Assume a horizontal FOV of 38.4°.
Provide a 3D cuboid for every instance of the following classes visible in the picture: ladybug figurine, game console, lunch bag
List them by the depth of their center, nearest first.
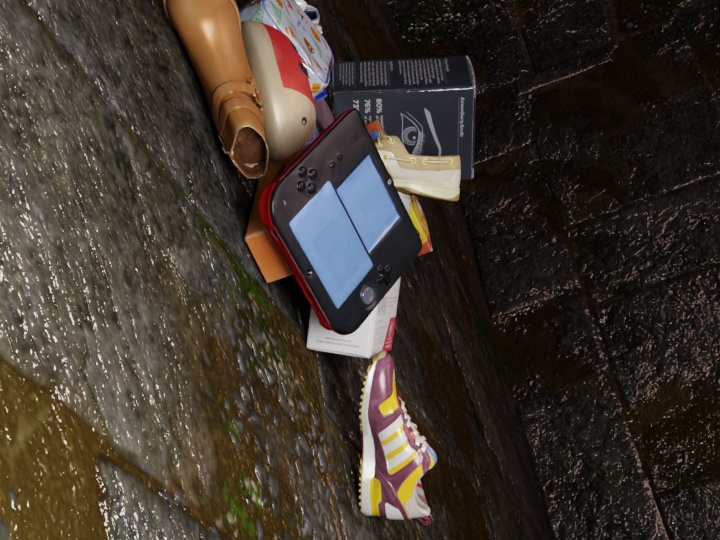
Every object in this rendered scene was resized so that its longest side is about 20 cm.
[{"bbox_3d":[-0.016,-0.050,1.135,0.177,0.031,0.201,-46,124,-29],"label":"game console"},{"bbox_3d":[-0.105,-0.226,1.267,0.136,0.071,0.201,101,-27,-58],"label":"ladybug figurine"},{"bbox_3d":[-0.102,-0.307,1.427,0.161,0.075,0.200,51,19,-18],"label":"lunch bag"}]

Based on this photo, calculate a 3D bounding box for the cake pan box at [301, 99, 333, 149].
[{"bbox_3d":[-0.058,-0.178,1.563,0.201,0.052,0.185,59,19,-46],"label":"cake pan box"}]

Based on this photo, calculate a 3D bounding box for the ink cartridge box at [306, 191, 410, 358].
[{"bbox_3d":[0.000,0.000,1.275,0.148,0.085,0.202,6,90,-77],"label":"ink cartridge box"}]

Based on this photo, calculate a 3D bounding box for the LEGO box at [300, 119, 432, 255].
[{"bbox_3d":[-0.004,-0.090,1.420,0.201,0.148,0.078,58,16,-46],"label":"LEGO box"}]

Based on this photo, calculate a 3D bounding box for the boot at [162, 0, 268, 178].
[{"bbox_3d":[-0.146,-0.208,1.111,0.200,0.073,0.156,60,11,-54],"label":"boot"}]

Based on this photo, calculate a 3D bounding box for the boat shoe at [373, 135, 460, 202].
[{"bbox_3d":[0.035,-0.134,1.285,0.074,0.198,0.067,15,-86,66],"label":"boat shoe"}]

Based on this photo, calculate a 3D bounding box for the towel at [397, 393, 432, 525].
[{"bbox_3d":[0.059,0.253,1.486,0.144,0.023,0.202,54,20,-57],"label":"towel"}]

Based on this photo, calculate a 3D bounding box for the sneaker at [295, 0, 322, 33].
[{"bbox_3d":[-0.093,-0.362,1.600,0.200,0.086,0.075,39,32,-72],"label":"sneaker"}]

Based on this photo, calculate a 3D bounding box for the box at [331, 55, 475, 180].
[{"bbox_3d":[0.060,-0.211,1.454,0.105,0.198,0.149,-92,180,-55],"label":"box"}]

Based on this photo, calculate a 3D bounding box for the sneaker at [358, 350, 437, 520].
[{"bbox_3d":[0.047,0.193,1.211,0.075,0.089,0.202,-52,144,-74],"label":"sneaker"}]

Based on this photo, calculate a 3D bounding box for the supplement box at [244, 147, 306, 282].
[{"bbox_3d":[-0.086,-0.069,1.211,0.201,0.066,0.069,-89,157,-58],"label":"supplement box"}]
